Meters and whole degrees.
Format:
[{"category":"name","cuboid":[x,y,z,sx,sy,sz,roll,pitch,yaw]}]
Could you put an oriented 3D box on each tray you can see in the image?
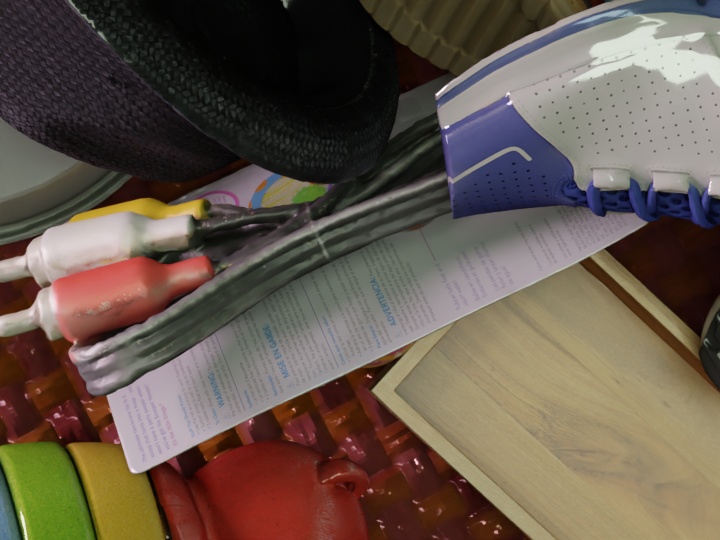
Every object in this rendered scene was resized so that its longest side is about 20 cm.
[{"category":"tray","cuboid":[0.109,0.077,0.860,0.200,0.037,0.099,43,87,-1]}]

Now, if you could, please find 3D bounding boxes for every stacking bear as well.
[{"category":"stacking bear","cuboid":[-0.092,0.113,0.812,0.200,0.121,0.114,-10,48,-15]}]

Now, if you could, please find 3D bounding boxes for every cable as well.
[{"category":"cable","cuboid":[-0.035,-0.016,0.785,0.200,0.097,0.050,-23,113,11]}]

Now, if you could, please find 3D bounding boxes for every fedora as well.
[{"category":"fedora","cuboid":[-0.081,-0.096,0.774,0.092,0.201,0.201,-35,92,30]}]

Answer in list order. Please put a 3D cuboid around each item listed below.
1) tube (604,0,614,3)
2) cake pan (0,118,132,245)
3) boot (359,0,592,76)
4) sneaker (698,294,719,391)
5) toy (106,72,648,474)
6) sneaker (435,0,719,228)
[{"category":"tube","cuboid":[0.080,-0.180,0.808,0.050,0.077,0.200,-23,66,11]},{"category":"cake pan","cuboid":[-0.155,-0.108,0.845,0.200,0.037,0.200,0,89,-4]},{"category":"boot","cuboid":[0.034,-0.171,0.814,0.200,0.072,0.166,42,48,-7]},{"category":"sneaker","cuboid":[0.216,-0.013,0.845,0.200,0.093,0.070,-36,88,7]},{"category":"toy","cuboid":[0.000,0.000,0.833,0.200,0.115,0.047,-28,135,4]},{"category":"sneaker","cuboid":[0.127,-0.033,0.720,0.199,0.081,0.115,-16,81,6]}]
